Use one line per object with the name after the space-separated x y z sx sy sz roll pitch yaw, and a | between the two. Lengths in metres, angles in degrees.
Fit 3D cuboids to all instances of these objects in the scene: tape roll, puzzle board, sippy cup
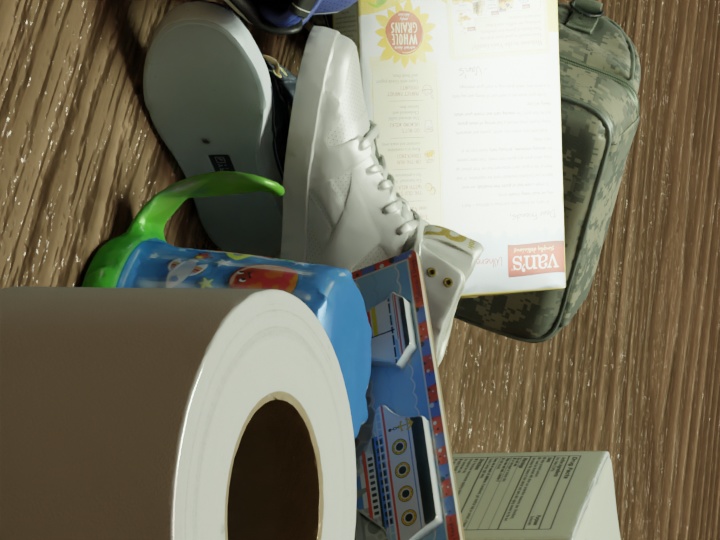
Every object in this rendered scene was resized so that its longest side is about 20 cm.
-0.101 0.108 1.111 0.203 0.139 0.204 0 90 -68 | tape roll
-0.024 0.097 1.304 0.017 0.150 0.201 39 36 -51 | puzzle board
-0.066 0.048 1.271 0.140 0.130 0.178 -57 143 -60 | sippy cup

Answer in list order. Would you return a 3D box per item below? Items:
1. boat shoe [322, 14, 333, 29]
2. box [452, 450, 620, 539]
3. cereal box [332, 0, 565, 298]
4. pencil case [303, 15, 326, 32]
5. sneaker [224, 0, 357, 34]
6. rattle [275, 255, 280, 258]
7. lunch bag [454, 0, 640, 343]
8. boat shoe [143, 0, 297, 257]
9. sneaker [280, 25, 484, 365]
-0.018 -0.215 1.514 0.073 0.063 0.201 5 73 -53 | boat shoe
0.059 0.190 1.547 0.128 0.199 0.109 -53 138 -63 | box
0.054 -0.083 1.459 0.143 0.039 0.201 -3 93 -30 | cereal box
0.016 -0.161 1.627 0.089 0.078 0.200 47 1 22 | pencil case
-0.045 -0.164 1.307 0.199 0.115 0.081 15 112 -54 | sneaker
0.000 0.000 1.464 0.200 0.142 0.131 -50 127 -61 | rattle
0.116 -0.071 1.654 0.168 0.139 0.201 -46 152 -56 | lunch bag
-0.073 -0.101 1.377 0.201 0.071 0.091 79 18 -51 | boat shoe
0.015 -0.037 1.368 0.074 0.115 0.201 -62 156 -66 | sneaker
